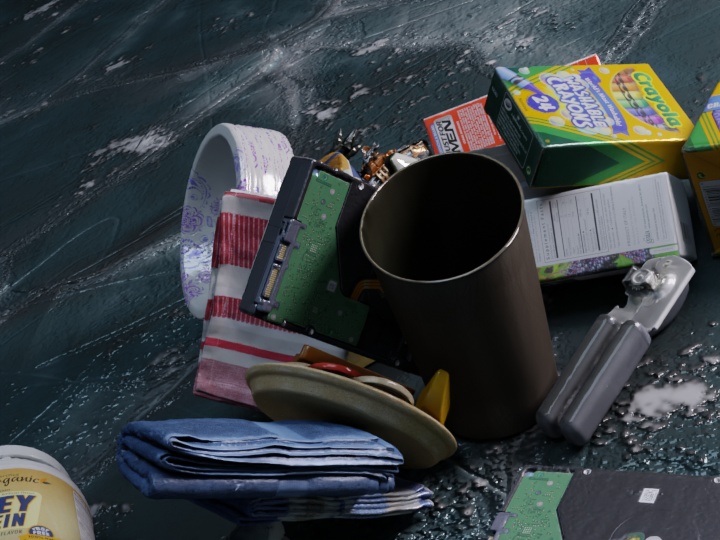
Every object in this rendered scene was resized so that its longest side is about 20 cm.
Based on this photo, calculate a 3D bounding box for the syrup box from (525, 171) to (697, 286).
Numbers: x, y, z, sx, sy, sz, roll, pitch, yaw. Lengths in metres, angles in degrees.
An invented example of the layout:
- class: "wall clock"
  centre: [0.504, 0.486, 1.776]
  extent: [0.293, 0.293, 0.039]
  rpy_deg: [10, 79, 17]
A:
- class: "syrup box"
  centre: [0.203, -0.032, 1.271]
  extent: [0.199, 0.082, 0.079]
  rpy_deg: [-11, -7, 23]

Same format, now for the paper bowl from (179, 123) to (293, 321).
- class: "paper bowl"
  centre: [-0.109, -0.044, 1.386]
  extent: [0.104, 0.202, 0.201]
  rpy_deg: [6, 20, -22]

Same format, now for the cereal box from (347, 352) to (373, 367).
- class: "cereal box"
  centre: [-0.013, 0.032, 1.396]
  extent: [0.143, 0.040, 0.200]
  rpy_deg: [-29, 29, -8]

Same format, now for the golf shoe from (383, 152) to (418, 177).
- class: "golf shoe"
  centre: [0.008, -0.019, 1.283]
  extent: [0.201, 0.097, 0.078]
  rpy_deg: [-56, 21, -5]

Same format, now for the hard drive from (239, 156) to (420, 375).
- class: "hard drive"
  centre: [0.000, 0.000, 1.182]
  extent: [0.038, 0.199, 0.141]
  rpy_deg: [15, 85, 50]

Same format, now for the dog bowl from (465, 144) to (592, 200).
- class: "dog bowl"
  centre: [0.150, -0.093, 1.379]
  extent: [0.199, 0.059, 0.200]
  rpy_deg: [-10, -1, 0]

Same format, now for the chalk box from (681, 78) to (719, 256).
- class: "chalk box"
  centre: [0.395, -0.121, 1.254]
  extent: [0.123, 0.125, 0.200]
  rpy_deg: [-1, 38, 36]

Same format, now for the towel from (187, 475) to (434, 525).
- class: "towel"
  centre: [-0.057, 0.171, 1.095]
  extent: [0.199, 0.024, 0.146]
  rpy_deg: [5, 5, -42]

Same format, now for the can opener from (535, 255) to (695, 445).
- class: "can opener"
  centre: [0.225, 0.071, 1.152]
  extent: [0.053, 0.067, 0.200]
  rpy_deg: [13, 59, 47]

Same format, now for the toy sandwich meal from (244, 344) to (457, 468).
- class: "toy sandwich meal"
  centre: [-0.003, 0.103, 1.130]
  extent: [0.204, 0.205, 0.071]
  rpy_deg: [3, 64, 40]

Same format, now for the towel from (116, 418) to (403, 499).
- class: "towel"
  centre: [-0.078, 0.138, 1.024]
  extent: [0.199, 0.049, 0.111]
  rpy_deg: [3, 3, -27]

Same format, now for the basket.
- class: "basket"
  centre: [0.092, 0.032, 1.138]
  extent: [0.135, 0.201, 0.181]
  rpy_deg: [-16, 34, 6]

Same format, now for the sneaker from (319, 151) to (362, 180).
- class: "sneaker"
  centre: [-0.009, -0.057, 1.421]
  extent: [0.075, 0.088, 0.200]
  rpy_deg: [-45, 27, 8]

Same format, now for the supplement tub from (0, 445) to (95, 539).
- class: "supplement tub"
  centre: [-0.291, 0.249, 1.136]
  extent: [0.144, 0.145, 0.200]
  rpy_deg: [-27, 29, -5]

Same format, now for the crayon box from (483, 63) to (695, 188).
- class: "crayon box"
  centre: [0.233, -0.140, 1.286]
  extent: [0.199, 0.052, 0.126]
  rpy_deg: [-4, 43, -20]

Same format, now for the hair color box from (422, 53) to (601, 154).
- class: "hair color box"
  centre: [0.178, -0.162, 1.501]
  extent: [0.199, 0.064, 0.111]
  rpy_deg: [-19, -11, 9]

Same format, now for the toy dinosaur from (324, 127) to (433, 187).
- class: "toy dinosaur"
  centre: [-0.006, -0.088, 1.524]
  extent: [0.199, 0.103, 0.136]
  rpy_deg: [-19, 28, 10]

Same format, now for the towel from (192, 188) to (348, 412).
- class: "towel"
  centre: [-0.076, 0.034, 1.261]
  extent: [0.143, 0.202, 0.023]
  rpy_deg: [10, 7, 14]

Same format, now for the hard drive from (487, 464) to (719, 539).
- class: "hard drive"
  centre: [0.183, 0.203, 0.965]
  extent: [0.199, 0.038, 0.140]
  rpy_deg: [-2, 36, 34]

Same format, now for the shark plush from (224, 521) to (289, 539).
- class: "shark plush"
  centre: [-0.140, 0.264, 1.060]
  extent: [0.199, 0.084, 0.091]
  rpy_deg: [-26, 29, -3]
